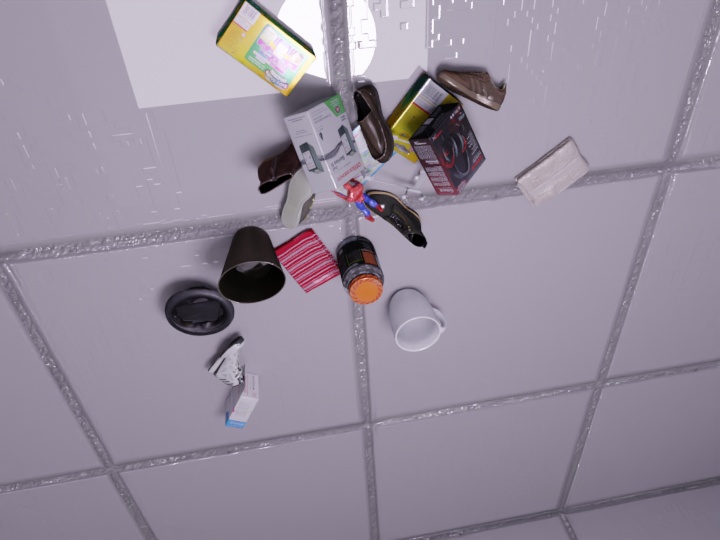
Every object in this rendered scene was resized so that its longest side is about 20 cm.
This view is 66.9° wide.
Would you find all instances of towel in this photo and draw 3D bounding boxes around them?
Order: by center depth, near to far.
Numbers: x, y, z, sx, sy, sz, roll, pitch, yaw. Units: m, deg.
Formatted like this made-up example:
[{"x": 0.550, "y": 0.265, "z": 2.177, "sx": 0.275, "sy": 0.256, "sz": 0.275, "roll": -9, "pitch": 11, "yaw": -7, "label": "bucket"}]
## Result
[{"x": 0.565, "y": -0.284, "z": 1.611, "sx": 0.200, "sy": 0.035, "sz": 0.132, "roll": -38, "pitch": 125, "yaw": 16, "label": "towel"}, {"x": -0.159, "y": -0.026, "z": 1.658, "sx": 0.144, "sy": 0.023, "sz": 0.200, "roll": -28, "pitch": 127, "yaw": 10, "label": "towel"}]

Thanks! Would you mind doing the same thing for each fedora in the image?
[{"x": -0.481, "y": 0.105, "z": 1.643, "sx": 0.200, "sy": 0.092, "sz": 0.201, "roll": -6, "pitch": 127, "yaw": -8, "label": "fedora"}]

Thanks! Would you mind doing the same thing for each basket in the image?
[{"x": -0.303, "y": -0.024, "z": 1.516, "sx": 0.180, "sy": 0.200, "sz": 0.136, "roll": -13, "pitch": 127, "yaw": -3, "label": "basket"}]

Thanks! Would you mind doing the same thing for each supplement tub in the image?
[{"x": 0.000, "y": 0.000, "z": 1.598, "sx": 0.122, "sy": 0.200, "sz": 0.123, "roll": -5, "pitch": 127, "yaw": -7, "label": "supplement tub"}]

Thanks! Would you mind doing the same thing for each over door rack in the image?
[{"x": 0.120, "y": -0.271, "z": 1.448, "sx": 0.200, "sy": 0.067, "sz": 0.148, "roll": 16, "pitch": 127, "yaw": -25, "label": "over door rack"}]

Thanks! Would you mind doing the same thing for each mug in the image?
[{"x": 0.188, "y": 0.152, "z": 1.766, "sx": 0.200, "sy": 0.176, "sz": 0.148, "roll": 12, "pitch": 123, "yaw": -20, "label": "mug"}]

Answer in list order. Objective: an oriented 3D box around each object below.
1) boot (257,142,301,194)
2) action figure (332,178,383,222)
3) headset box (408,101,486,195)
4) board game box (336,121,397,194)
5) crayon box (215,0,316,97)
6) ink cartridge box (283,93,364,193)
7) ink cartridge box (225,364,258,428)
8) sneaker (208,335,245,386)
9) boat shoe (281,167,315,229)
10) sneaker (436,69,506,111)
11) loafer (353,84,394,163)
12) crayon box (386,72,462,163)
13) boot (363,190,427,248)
[{"x": -0.169, "y": -0.268, "z": 1.382, "sx": 0.200, "sy": 0.167, "sz": 0.072, "roll": -25, "pitch": 123, "yaw": 8, "label": "boot"}, {"x": -0.018, "y": -0.201, "z": 1.449, "sx": 0.065, "sy": 0.099, "sz": 0.200, "roll": -52, "pitch": 156, "yaw": 1, "label": "action figure"}, {"x": 0.228, "y": -0.298, "z": 1.385, "sx": 0.149, "sy": 0.075, "sz": 0.200, "roll": -50, "pitch": 126, "yaw": -23, "label": "headset box"}, {"x": -0.017, "y": -0.300, "z": 1.476, "sx": 0.200, "sy": 0.034, "sz": 0.134, "roll": -41, "pitch": 124, "yaw": 19, "label": "board game box"}, {"x": -0.216, "y": -0.513, "z": 1.260, "sx": 0.200, "sy": 0.058, "sz": 0.119, "roll": 31, "pitch": 115, "yaw": -29, "label": "crayon box"}, {"x": -0.084, "y": -0.311, "z": 1.347, "sx": 0.084, "sy": 0.146, "sz": 0.200, "roll": -3, "pitch": 119, "yaw": 37, "label": "ink cartridge box"}, {"x": -0.404, "y": 0.437, "z": 1.891, "sx": 0.068, "sy": 0.115, "sz": 0.200, "roll": 17, "pitch": 121, "yaw": -23, "label": "ink cartridge box"}, {"x": -0.407, "y": 0.304, "z": 1.794, "sx": 0.115, "sy": 0.076, "sz": 0.201, "roll": 41, "pitch": 122, "yaw": -4, "label": "sneaker"}, {"x": -0.158, "y": -0.205, "z": 1.491, "sx": 0.072, "sy": 0.060, "sz": 0.202, "roll": 37, "pitch": 127, "yaw": 12, "label": "boat shoe"}, {"x": 0.287, "y": -0.481, "z": 1.398, "sx": 0.200, "sy": 0.070, "sz": 0.076, "roll": 18, "pitch": 102, "yaw": -27, "label": "sneaker"}, {"x": 0.021, "y": -0.362, "z": 1.359, "sx": 0.073, "sy": 0.200, "sz": 0.071, "roll": -19, "pitch": 179, "yaw": 44, "label": "loafer"}, {"x": 0.154, "y": -0.395, "z": 1.429, "sx": 0.127, "sy": 0.051, "sz": 0.200, "roll": 26, "pitch": 117, "yaw": -30, "label": "crayon box"}, {"x": 0.104, "y": -0.147, "z": 1.550, "sx": 0.200, "sy": 0.138, "sz": 0.078, "roll": 21, "pitch": 120, "yaw": -23, "label": "boot"}]
